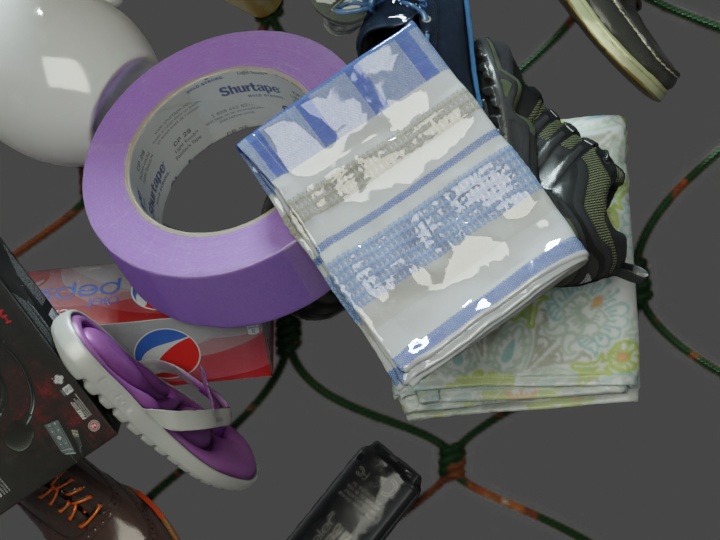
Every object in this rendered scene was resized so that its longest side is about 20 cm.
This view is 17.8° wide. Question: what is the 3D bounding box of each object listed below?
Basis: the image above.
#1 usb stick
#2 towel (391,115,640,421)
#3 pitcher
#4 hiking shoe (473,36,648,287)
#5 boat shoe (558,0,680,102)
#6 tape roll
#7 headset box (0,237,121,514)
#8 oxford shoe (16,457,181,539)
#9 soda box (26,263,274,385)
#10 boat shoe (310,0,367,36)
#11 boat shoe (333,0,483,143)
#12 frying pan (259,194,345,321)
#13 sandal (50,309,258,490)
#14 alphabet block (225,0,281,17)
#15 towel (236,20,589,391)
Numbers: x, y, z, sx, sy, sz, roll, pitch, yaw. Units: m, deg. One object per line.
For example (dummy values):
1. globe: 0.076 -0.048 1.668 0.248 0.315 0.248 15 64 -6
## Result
1. usb stick: -0.036 0.206 1.556 0.055 0.033 0.200 38 89 22
2. towel: 0.101 -0.001 1.561 0.171 0.048 0.200 -4 79 8
3. pitcher: -0.226 -0.171 1.629 0.200 0.121 0.172 27 71 26
4. hiking shoe: 0.119 -0.067 1.516 0.076 0.101 0.200 -49 47 41
5. boat shoe: 0.161 -0.206 1.572 0.066 0.072 0.201 -39 70 8
6. tape roll: -0.081 -0.062 1.532 0.200 0.066 0.200 -10 53 14
7. headset box: -0.277 0.096 1.502 0.200 0.075 0.149 -34 101 7
8. oxford shoe: -0.199 0.162 1.575 0.200 0.073 0.071 38 89 15
9. soda box: -0.161 0.038 1.571 0.200 0.063 0.070 -6 39 4
10. boat shoe: 0.019 -0.261 1.617 0.074 0.065 0.202 20 82 3
11. boat shoe: 0.033 -0.156 1.506 0.084 0.069 0.200 -46 49 42
12. frying pan: 0.001 -0.017 1.550 0.190 0.031 0.115 11 96 43
13. sandal: -0.122 0.085 1.512 0.050 0.203 0.083 -38 44 13
14. alphabet block: -0.118 -0.319 1.583 0.195 0.200 0.197 30 87 14
15. towel: 0.031 -0.042 1.432 0.147 0.024 0.200 -34 74 -3
